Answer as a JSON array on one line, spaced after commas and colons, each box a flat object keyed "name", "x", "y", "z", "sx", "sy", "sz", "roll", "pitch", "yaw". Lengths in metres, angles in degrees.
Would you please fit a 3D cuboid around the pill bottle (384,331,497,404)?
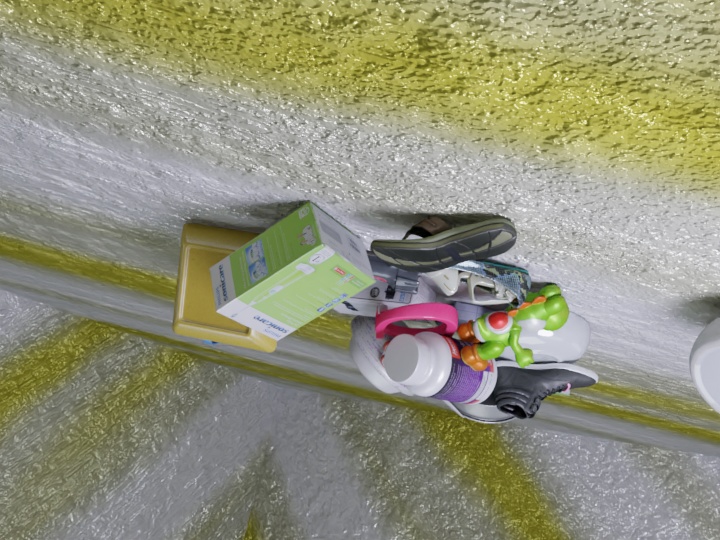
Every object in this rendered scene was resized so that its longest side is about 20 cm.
[{"name": "pill bottle", "x": 0.139, "y": 0.169, "z": 1.187, "sx": 0.199, "sy": 0.112, "sz": 0.111, "roll": 18, "pitch": 165, "yaw": -40}]

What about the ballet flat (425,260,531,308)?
[{"name": "ballet flat", "x": 0.162, "y": 0.012, "z": 1.027, "sx": 0.199, "sy": 0.075, "sz": 0.074, "roll": 14, "pitch": 164, "yaw": -2}]

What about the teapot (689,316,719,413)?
[{"name": "teapot", "x": 0.580, "y": 0.122, "z": 0.949, "sx": 0.200, "sy": 0.146, "sz": 0.198, "roll": 36, "pitch": 148, "yaw": 30}]

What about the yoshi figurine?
[{"name": "yoshi figurine", "x": 0.265, "y": 0.093, "z": 1.126, "sx": 0.200, "sy": 0.112, "sz": 0.113, "roll": -35, "pitch": 91, "yaw": 34}]

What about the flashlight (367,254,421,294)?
[{"name": "flashlight", "x": 0.000, "y": 0.000, "z": 1.123, "sx": 0.199, "sy": 0.068, "sz": 0.068, "roll": 11, "pitch": -170, "yaw": 3}]

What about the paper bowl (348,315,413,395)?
[{"name": "paper bowl", "x": 0.055, "y": 0.171, "z": 1.397, "sx": 0.201, "sy": 0.104, "sz": 0.201, "roll": 43, "pitch": -167, "yaw": -13}]

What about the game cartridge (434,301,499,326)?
[{"name": "game cartridge", "x": 0.260, "y": 0.110, "z": 1.347, "sx": 0.199, "sy": 0.042, "sz": 0.133, "roll": 16, "pitch": 168, "yaw": -9}]

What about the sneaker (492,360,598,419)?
[{"name": "sneaker", "x": 0.331, "y": 0.223, "z": 1.228, "sx": 0.199, "sy": 0.100, "sz": 0.071, "roll": 3, "pitch": 148, "yaw": 4}]

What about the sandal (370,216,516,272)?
[{"name": "sandal", "x": 0.111, "y": -0.043, "z": 0.917, "sx": 0.200, "sy": 0.058, "sz": 0.080, "roll": -10, "pitch": 151, "yaw": 21}]

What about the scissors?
[{"name": "scissors", "x": 0.121, "y": 0.202, "z": 1.259, "sx": 0.199, "sy": 0.014, "sz": 0.073, "roll": 34, "pitch": 131, "yaw": 8}]

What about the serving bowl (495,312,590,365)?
[{"name": "serving bowl", "x": 0.324, "y": 0.142, "z": 1.255, "sx": 0.199, "sy": 0.066, "sz": 0.200, "roll": 5, "pitch": 149, "yaw": 3}]

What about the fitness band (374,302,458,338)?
[{"name": "fitness band", "x": 0.097, "y": 0.093, "z": 1.199, "sx": 0.143, "sy": 0.038, "sz": 0.200, "roll": 2, "pitch": 161, "yaw": 0}]

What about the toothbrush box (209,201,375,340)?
[{"name": "toothbrush box", "x": -0.102, "y": 0.007, "z": 1.022, "sx": 0.200, "sy": 0.086, "sz": 0.145, "roll": -33, "pitch": 143, "yaw": 19}]

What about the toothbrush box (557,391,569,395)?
[{"name": "toothbrush box", "x": 0.348, "y": 0.222, "z": 1.520, "sx": 0.145, "sy": 0.087, "sz": 0.200, "roll": 18, "pitch": 164, "yaw": -32}]

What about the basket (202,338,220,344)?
[{"name": "basket", "x": -0.241, "y": 0.055, "z": 1.296, "sx": 0.138, "sy": 0.177, "sz": 0.200, "roll": 15, "pitch": 175, "yaw": 5}]

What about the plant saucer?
[{"name": "plant saucer", "x": -0.234, "y": 0.030, "z": 1.154, "sx": 0.199, "sy": 0.201, "sz": 0.048, "roll": 9, "pitch": -173, "yaw": 14}]

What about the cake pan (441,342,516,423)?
[{"name": "cake pan", "x": 0.243, "y": 0.208, "z": 1.332, "sx": 0.199, "sy": 0.201, "sz": 0.037, "roll": 11, "pitch": 130, "yaw": 6}]

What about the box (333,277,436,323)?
[{"name": "box", "x": 0.028, "y": 0.046, "z": 1.260, "sx": 0.199, "sy": 0.060, "sz": 0.117, "roll": 4, "pitch": 162, "yaw": 28}]
